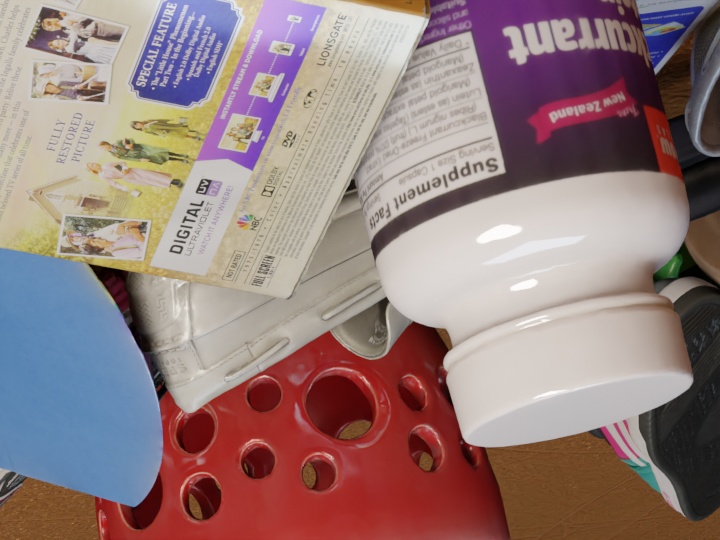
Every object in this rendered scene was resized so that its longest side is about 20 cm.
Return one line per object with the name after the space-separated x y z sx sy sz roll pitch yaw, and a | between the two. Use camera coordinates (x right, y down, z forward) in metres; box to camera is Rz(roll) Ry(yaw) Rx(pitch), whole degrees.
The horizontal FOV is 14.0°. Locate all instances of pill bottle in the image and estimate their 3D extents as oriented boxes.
0.051 -0.047 1.018 0.111 0.201 0.111 -13 167 -3 | pill bottle

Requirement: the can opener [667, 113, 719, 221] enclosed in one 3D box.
0.110 -0.034 1.301 0.063 0.079 0.200 23 153 -27 | can opener

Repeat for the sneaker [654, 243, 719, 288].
0.135 -0.007 1.473 0.199 0.084 0.074 -24 123 15 | sneaker

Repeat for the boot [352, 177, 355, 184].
-0.049 -0.052 1.164 0.145 0.071 0.199 -13 -175 -36 | boot

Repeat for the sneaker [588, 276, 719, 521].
0.124 0.033 1.376 0.084 0.121 0.200 -44 154 -12 | sneaker

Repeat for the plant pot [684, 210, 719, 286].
0.242 -0.031 1.329 0.174 0.202 0.200 15 151 -37 | plant pot

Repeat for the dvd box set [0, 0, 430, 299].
-0.094 -0.061 0.960 0.199 0.030 0.147 10 136 -16 | dvd box set

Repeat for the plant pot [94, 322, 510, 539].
-0.040 0.077 1.454 0.199 0.184 0.201 -13 166 -3 | plant pot

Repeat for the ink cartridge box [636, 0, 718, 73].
0.079 -0.096 1.194 0.099 0.039 0.200 -9 164 -16 | ink cartridge box

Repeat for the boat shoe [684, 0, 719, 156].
0.187 -0.111 1.116 0.074 0.065 0.202 29 146 -15 | boat shoe

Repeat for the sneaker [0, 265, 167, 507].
-0.128 0.055 1.292 0.080 0.075 0.200 -2 -145 42 | sneaker

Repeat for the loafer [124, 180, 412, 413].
0.000 0.000 1.174 0.199 0.070 0.070 -19 -174 -25 | loafer

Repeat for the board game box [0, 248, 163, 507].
-0.150 0.010 1.170 0.199 0.159 0.039 12 -137 34 | board game box
